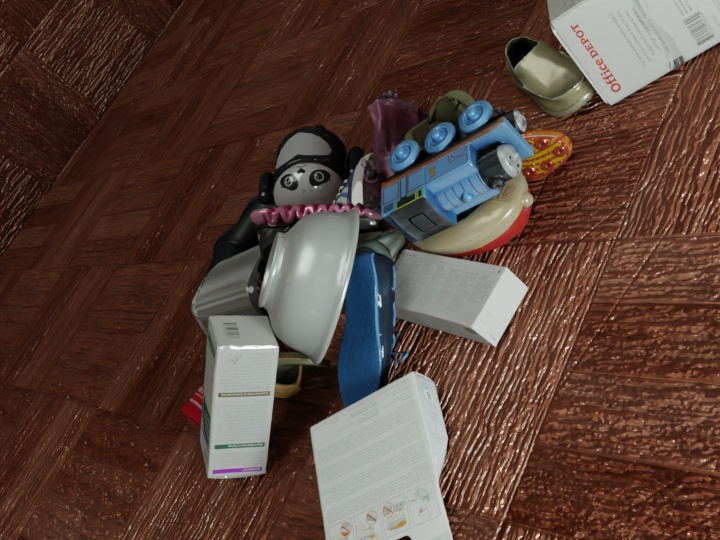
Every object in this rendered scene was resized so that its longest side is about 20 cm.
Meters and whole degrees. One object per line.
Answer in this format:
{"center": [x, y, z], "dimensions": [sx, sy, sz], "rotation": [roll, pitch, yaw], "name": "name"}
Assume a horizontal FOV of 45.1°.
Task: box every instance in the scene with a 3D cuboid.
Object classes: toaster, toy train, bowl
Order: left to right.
{"center": [-0.165, 0.035, 1.303], "dimensions": [0.129, 0.114, 0.200], "rotation": [-18, 28, 22], "name": "toaster"}
{"center": [-0.072, 0.009, 1.078], "dimensions": [0.201, 0.090, 0.202], "rotation": [-165, 90, -81], "name": "bowl"}
{"center": [0.113, -0.119, 1.044], "dimensions": [0.200, 0.087, 0.115], "rotation": [-25, 48, 31], "name": "toy train"}

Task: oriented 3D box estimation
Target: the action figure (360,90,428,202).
{"center": [0.045, -0.153, 1.275], "dimensions": [0.149, 0.133, 0.201], "rotation": [134, 142, -63], "name": "action figure"}

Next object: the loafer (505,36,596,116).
{"center": [0.250, -0.270, 1.187], "dimensions": [0.076, 0.068, 0.200], "rotation": [-46, 31, 4], "name": "loafer"}

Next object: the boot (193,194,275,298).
{"center": [-0.199, -0.026, 1.476], "dimensions": [0.200, 0.076, 0.168], "rotation": [-37, 28, 32], "name": "boot"}

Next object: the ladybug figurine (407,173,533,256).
{"center": [0.141, -0.071, 1.102], "dimensions": [0.200, 0.072, 0.136], "rotation": [-2, 55, 51], "name": "ladybug figurine"}

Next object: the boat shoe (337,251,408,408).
{"center": [0.023, 0.079, 1.053], "dimensions": [0.084, 0.069, 0.201], "rotation": [13, 98, 40], "name": "boat shoe"}

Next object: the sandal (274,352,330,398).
{"center": [-0.119, 0.152, 1.188], "dimensions": [0.200, 0.080, 0.054], "rotation": [-19, 66, 34], "name": "sandal"}

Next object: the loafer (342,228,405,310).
{"center": [0.000, 0.000, 1.197], "dimensions": [0.063, 0.072, 0.200], "rotation": [-41, 4, -33], "name": "loafer"}

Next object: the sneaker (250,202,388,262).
{"center": [-0.056, -0.048, 1.223], "dimensions": [0.199, 0.096, 0.079], "rotation": [-2, 4, 15], "name": "sneaker"}

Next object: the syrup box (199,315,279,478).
{"center": [-0.158, 0.163, 1.114], "dimensions": [0.079, 0.081, 0.201], "rotation": [-121, 36, -59], "name": "syrup box"}

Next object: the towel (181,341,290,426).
{"center": [-0.184, 0.156, 1.313], "dimensions": [0.200, 0.022, 0.144], "rotation": [-55, 32, -10], "name": "towel"}

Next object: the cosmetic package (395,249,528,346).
{"center": [0.105, 0.030, 1.056], "dimensions": [0.200, 0.051, 0.083], "rotation": [14, 71, 57], "name": "cosmetic package"}

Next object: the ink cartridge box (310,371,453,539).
{"center": [0.028, 0.234, 0.953], "dimensions": [0.160, 0.047, 0.201], "rotation": [-32, 52, 26], "name": "ink cartridge box"}

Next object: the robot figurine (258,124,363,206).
{"center": [-0.082, -0.159, 1.429], "dimensions": [0.150, 0.125, 0.200], "rotation": [-49, 26, 33], "name": "robot figurine"}

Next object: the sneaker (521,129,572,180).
{"center": [0.189, -0.156, 1.140], "dimensions": [0.200, 0.073, 0.077], "rotation": [-7, 40, 45], "name": "sneaker"}

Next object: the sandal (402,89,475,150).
{"center": [0.126, -0.207, 1.222], "dimensions": [0.057, 0.080, 0.201], "rotation": [-58, -4, 39], "name": "sandal"}

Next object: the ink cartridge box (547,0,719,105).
{"center": [0.347, -0.317, 1.040], "dimensions": [0.200, 0.146, 0.086], "rotation": [-29, 34, 30], "name": "ink cartridge box"}

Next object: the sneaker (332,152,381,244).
{"center": [-0.036, -0.082, 1.327], "dimensions": [0.146, 0.081, 0.201], "rotation": [-17, 49, 33], "name": "sneaker"}
